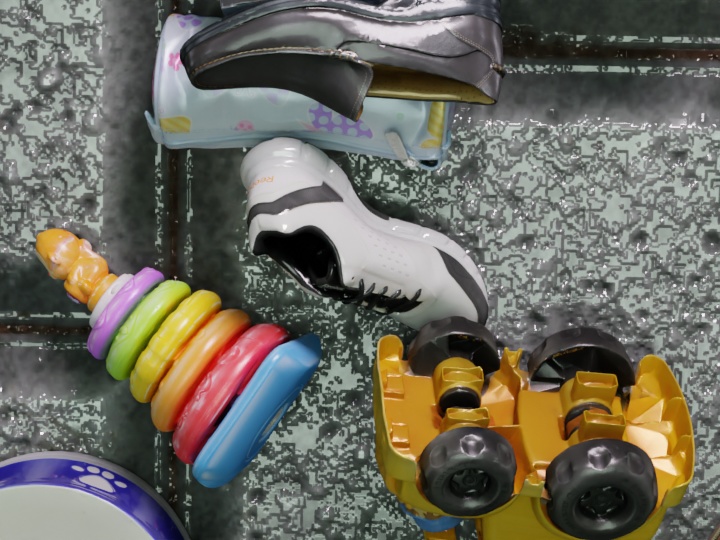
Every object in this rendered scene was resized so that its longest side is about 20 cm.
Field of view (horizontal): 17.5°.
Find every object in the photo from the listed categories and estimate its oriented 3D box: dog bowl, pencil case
[{"bbox_3d":[-0.206,0.227,1.554,0.199,0.079,0.202,0,100,1],"label":"dog bowl"},{"bbox_3d":[-0.035,-0.114,1.489,0.198,0.083,0.091,5,83,1],"label":"pencil case"}]

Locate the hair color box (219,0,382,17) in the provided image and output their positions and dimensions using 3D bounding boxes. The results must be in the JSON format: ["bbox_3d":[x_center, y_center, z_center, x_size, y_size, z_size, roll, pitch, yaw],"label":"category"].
[{"bbox_3d":[-0.048,-0.257,1.446,0.098,0.061,0.201,-8,80,2],"label":"hair color box"}]

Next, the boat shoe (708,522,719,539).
[{"bbox_3d":[0.246,0.251,1.553,0.072,0.068,0.201,18,99,0],"label":"boat shoe"}]

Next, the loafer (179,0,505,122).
[{"bbox_3d":[-0.009,-0.126,1.412,0.199,0.073,0.073,-8,75,-2],"label":"loafer"}]

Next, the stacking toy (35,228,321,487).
[{"bbox_3d":[-0.135,0.040,1.518,0.200,0.116,0.110,37,100,7],"label":"stacking toy"}]

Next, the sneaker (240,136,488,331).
[{"bbox_3d":[0.000,0.000,1.483,0.199,0.080,0.074,32,130,-26],"label":"sneaker"}]

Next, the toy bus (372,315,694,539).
[{"bbox_3d":[0.094,0.142,1.502,0.199,0.136,0.193,6,130,-9],"label":"toy bus"}]
